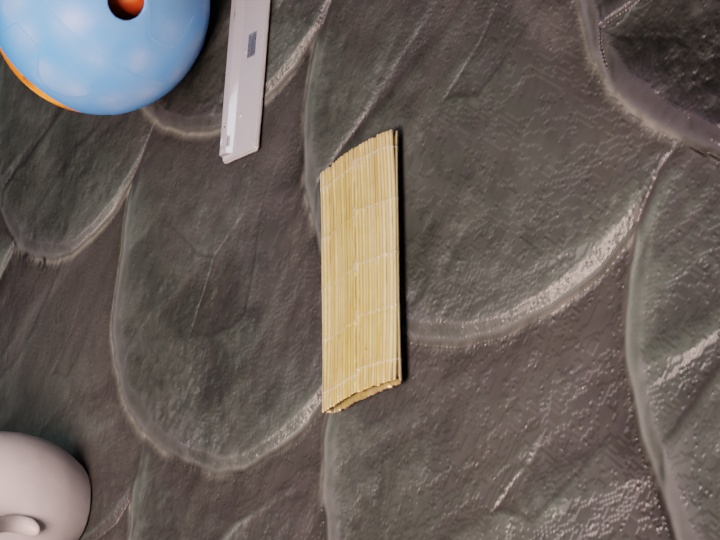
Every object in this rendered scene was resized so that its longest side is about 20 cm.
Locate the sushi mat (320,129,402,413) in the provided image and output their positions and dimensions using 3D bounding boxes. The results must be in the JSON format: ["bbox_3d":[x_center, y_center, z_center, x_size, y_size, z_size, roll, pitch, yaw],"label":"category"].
[{"bbox_3d":[0.000,0.000,1.281,0.095,0.012,0.202,-27,57,50],"label":"sushi mat"}]

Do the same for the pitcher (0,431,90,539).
[{"bbox_3d":[-0.339,0.212,1.532,0.171,0.199,0.122,33,106,54],"label":"pitcher"}]

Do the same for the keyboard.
[{"bbox_3d":[-0.098,-0.196,1.494,0.056,0.011,0.202,-13,69,48],"label":"keyboard"}]

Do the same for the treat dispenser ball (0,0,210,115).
[{"bbox_3d":[-0.234,-0.241,1.533,0.200,0.200,0.203,-23,60,49],"label":"treat dispenser ball"}]
